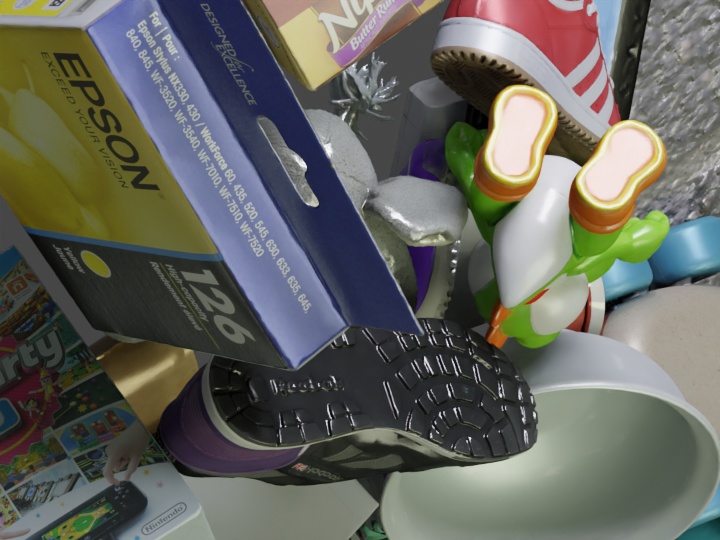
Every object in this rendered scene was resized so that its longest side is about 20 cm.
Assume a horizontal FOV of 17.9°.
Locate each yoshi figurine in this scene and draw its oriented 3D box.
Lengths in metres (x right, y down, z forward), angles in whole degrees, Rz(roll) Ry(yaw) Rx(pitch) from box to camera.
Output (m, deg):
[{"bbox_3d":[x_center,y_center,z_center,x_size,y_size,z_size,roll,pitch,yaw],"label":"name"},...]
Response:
[{"bbox_3d":[0.102,-0.032,1.184,0.112,0.112,0.200,-18,158,-11],"label":"yoshi figurine"}]

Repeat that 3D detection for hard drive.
[{"bbox_3d":[0.070,-0.041,1.363,0.132,0.027,0.200,-18,140,-29],"label":"hard drive"}]

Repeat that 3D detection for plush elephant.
[{"bbox_3d":[-0.038,-0.025,1.152,0.200,0.165,0.155,-64,179,4],"label":"plush elephant"}]

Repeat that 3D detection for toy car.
[{"bbox_3d":[0.167,0.090,1.513,0.177,0.184,0.200,-13,168,-45],"label":"toy car"}]

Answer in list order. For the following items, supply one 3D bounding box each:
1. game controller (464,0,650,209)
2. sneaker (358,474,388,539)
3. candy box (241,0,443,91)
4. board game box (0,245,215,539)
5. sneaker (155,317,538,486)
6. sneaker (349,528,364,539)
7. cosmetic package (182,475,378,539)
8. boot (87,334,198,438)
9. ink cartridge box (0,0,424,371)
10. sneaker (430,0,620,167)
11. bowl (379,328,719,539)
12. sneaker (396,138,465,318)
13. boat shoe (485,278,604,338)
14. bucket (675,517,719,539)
[{"bbox_3d":[0.109,-0.121,1.263,0.104,0.042,0.200,-13,123,-33],"label":"game controller"},{"bbox_3d":[0.003,0.158,1.468,0.074,0.088,0.200,-8,134,-38],"label":"sneaker"},{"bbox_3d":[-0.025,-0.162,0.977,0.117,0.200,0.056,-35,125,-6],"label":"candy box"},{"bbox_3d":[-0.182,0.103,1.130,0.148,0.200,0.064,-32,144,-13],"label":"board game box"},{"bbox_3d":[-0.008,0.071,1.145,0.200,0.076,0.088,6,152,-32],"label":"sneaker"},{"bbox_3d":[-0.023,0.188,1.383,0.078,0.200,0.077,-28,131,7],"label":"sneaker"},{"bbox_3d":[-0.099,0.163,1.276,0.200,0.113,0.081,-47,-172,-27],"label":"cosmetic package"},{"bbox_3d":[-0.183,0.122,1.271,0.200,0.066,0.175,-32,159,-24],"label":"boot"},{"bbox_3d":[-0.093,-0.041,1.007,0.047,0.200,0.198,-48,126,-27],"label":"ink cartridge box"},{"bbox_3d":[0.103,-0.123,1.199,0.200,0.071,0.113,39,62,-60],"label":"sneaker"},{"bbox_3d":[0.106,0.097,1.348,0.201,0.090,0.201,-5,138,-4],"label":"bowl"},{"bbox_3d":[0.000,0.001,1.282,0.099,0.070,0.200,13,138,-2],"label":"sneaker"},{"bbox_3d":[0.098,0.063,1.426,0.063,0.071,0.200,-6,145,-16],"label":"boat shoe"},{"bbox_3d":[0.203,0.199,1.613,0.207,0.207,0.135,-41,140,2],"label":"bucket"}]
